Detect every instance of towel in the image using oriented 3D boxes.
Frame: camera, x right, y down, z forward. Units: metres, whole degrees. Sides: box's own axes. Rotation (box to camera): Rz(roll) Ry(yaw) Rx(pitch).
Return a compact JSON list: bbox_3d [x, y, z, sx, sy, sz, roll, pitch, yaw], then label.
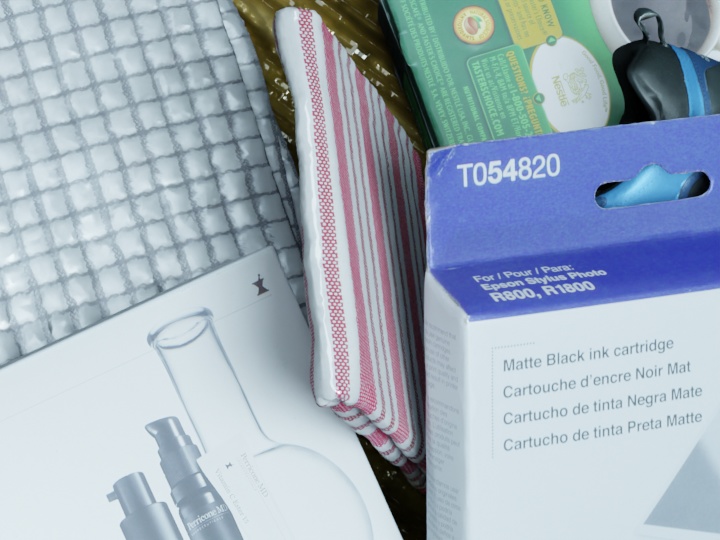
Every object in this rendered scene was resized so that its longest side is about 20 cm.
[{"bbox_3d":[0.000,0.000,1.039,0.030,0.200,0.147,-11,74,10],"label":"towel"},{"bbox_3d":[-0.116,-0.040,1.106,0.165,0.086,0.200,-18,80,-15],"label":"towel"}]

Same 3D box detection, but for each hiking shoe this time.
[{"bbox_3d":[0.098,0.003,1.083,0.087,0.074,0.200,25,90,-15],"label":"hiking shoe"}]

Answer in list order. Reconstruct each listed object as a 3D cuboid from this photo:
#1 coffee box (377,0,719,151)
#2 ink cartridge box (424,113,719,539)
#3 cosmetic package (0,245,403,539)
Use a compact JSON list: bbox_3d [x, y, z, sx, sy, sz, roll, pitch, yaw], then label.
[{"bbox_3d":[0.121,-0.084,1.145,0.200,0.044,0.123,-19,77,-6],"label":"coffee box"},{"bbox_3d":[0.118,0.045,1.029,0.199,0.041,0.200,-8,105,-25],"label":"ink cartridge box"},{"bbox_3d":[-0.092,0.099,1.003,0.200,0.052,0.151,-26,91,-25],"label":"cosmetic package"}]
